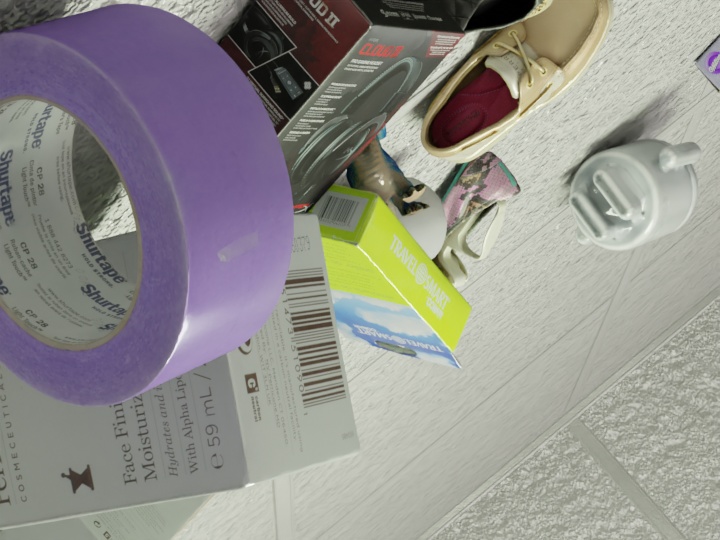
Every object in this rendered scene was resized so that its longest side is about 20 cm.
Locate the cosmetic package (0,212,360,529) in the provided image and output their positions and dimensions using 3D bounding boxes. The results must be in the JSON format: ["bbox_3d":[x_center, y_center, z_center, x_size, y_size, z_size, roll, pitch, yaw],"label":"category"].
[{"bbox_3d":[-0.132,0.062,1.220,0.199,0.166,0.165,-13,177,25],"label":"cosmetic package"}]

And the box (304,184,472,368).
[{"bbox_3d":[0.000,0.000,1.441,0.048,0.121,0.200,-64,144,-17],"label":"box"}]

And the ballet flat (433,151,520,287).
[{"bbox_3d":[0.089,-0.029,1.850,0.069,0.071,0.200,-24,157,-50],"label":"ballet flat"}]

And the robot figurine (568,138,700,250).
[{"bbox_3d":[0.311,-0.087,2.165,0.169,0.113,0.199,-39,169,33],"label":"robot figurine"}]

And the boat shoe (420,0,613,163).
[{"bbox_3d":[0.126,-0.160,1.572,0.200,0.074,0.069,-46,170,19],"label":"boat shoe"}]

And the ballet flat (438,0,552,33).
[{"bbox_3d":[0.093,-0.193,1.429,0.067,0.057,0.199,-50,163,31],"label":"ballet flat"}]

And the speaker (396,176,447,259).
[{"bbox_3d":[-0.011,-0.023,1.604,0.199,0.081,0.081,-22,156,-53],"label":"speaker"}]

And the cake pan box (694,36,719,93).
[{"bbox_3d":[0.484,-0.282,2.178,0.184,0.052,0.200,-46,164,24],"label":"cake pan box"}]

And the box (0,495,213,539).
[{"bbox_3d":[-0.219,0.211,1.588,0.124,0.098,0.200,-39,-178,24],"label":"box"}]

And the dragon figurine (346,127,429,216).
[{"bbox_3d":[0.004,-0.082,1.462,0.059,0.100,0.200,-28,167,-2],"label":"dragon figurine"}]

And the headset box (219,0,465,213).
[{"bbox_3d":[-0.032,-0.127,1.265,0.200,0.077,0.149,-46,164,21],"label":"headset box"}]

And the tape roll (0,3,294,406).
[{"bbox_3d":[-0.137,-0.035,1.016,0.085,0.200,0.200,-24,157,-47],"label":"tape roll"}]
